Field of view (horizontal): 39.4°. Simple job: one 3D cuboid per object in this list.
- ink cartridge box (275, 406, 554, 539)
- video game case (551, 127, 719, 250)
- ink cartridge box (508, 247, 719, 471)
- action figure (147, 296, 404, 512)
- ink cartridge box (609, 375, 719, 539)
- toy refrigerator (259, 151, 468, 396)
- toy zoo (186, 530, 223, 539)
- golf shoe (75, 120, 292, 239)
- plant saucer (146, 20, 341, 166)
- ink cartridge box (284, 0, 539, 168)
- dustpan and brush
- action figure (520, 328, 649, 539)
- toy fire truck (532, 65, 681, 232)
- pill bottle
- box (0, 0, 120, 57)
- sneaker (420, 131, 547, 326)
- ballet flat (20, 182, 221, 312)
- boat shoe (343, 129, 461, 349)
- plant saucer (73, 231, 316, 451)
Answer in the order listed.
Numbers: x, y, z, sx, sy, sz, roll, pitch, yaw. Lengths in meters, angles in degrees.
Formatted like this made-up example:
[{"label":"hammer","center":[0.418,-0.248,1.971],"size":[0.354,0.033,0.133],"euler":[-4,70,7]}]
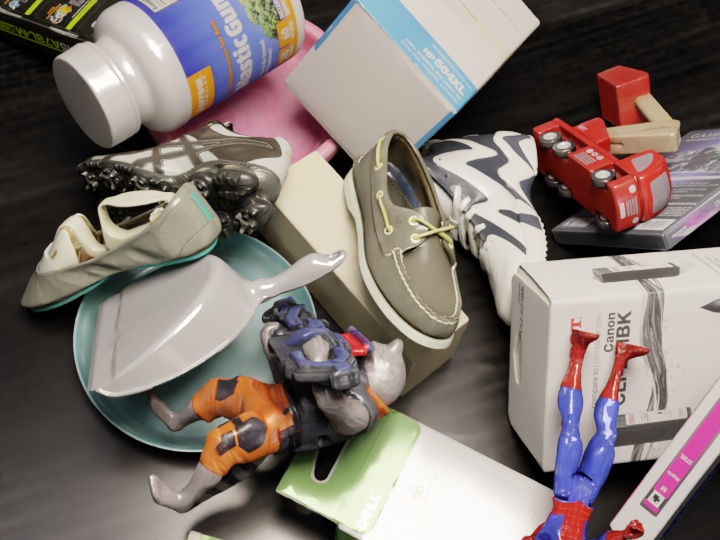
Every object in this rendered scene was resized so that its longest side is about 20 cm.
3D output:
[{"label":"ink cartridge box","center":[0.045,0.180,0.766],"size":[0.198,0.059,0.104],"euler":[26,62,11]},{"label":"video game case","center":[0.287,-0.077,0.899],"size":[0.199,0.142,0.019],"euler":[-33,107,-22]},{"label":"ink cartridge box","center":[0.224,0.067,0.794],"size":[0.198,0.146,0.084],"euler":[-5,20,-8]},{"label":"action figure","center":[-0.057,0.094,0.744],"size":[0.191,0.200,0.106],"euler":[-18,106,-3]},{"label":"ink cartridge box","center":[0.236,0.148,0.733],"size":[0.037,0.094,0.201],"euler":[36,101,25]},{"label":"toy refrigerator","center":[0.000,0.000,0.850],"size":[0.070,0.076,0.200],"euler":[-35,70,-22]},{"label":"toy zoo","center":[-0.050,0.280,0.724],"size":[0.198,0.021,0.132],"euler":[16,62,2]},{"label":"golf shoe","center":[-0.144,-0.078,0.840],"size":[0.198,0.078,0.095],"euler":[8,45,27]},{"label":"plant saucer","center":[-0.103,-0.155,0.935],"size":[0.198,0.051,0.203],"euler":[3,61,-5]},{"label":"ink cartridge box","center":[0.055,-0.200,0.899],"size":[0.125,0.128,0.200],"euler":[46,50,-4]},{"label":"dustpan and brush","center":[-0.105,0.023,0.762],"size":[0.199,0.057,0.140],"euler":[-32,28,7]},{"label":"action figure","center":[0.158,0.146,0.683],"size":[0.065,0.099,0.202],"euler":[15,88,-12]},{"label":"toy fire truck","center":[0.234,-0.114,0.903],"size":[0.140,0.049,0.200],"euler":[-22,33,-9]},{"label":"pill bottle","center":[-0.152,-0.187,0.849],"size":[0.200,0.112,0.112],"euler":[-38,72,-26]},{"label":"box","center":[-0.242,-0.284,0.965],"size":[0.192,0.048,0.201],"euler":[23,61,21]},{"label":"sneaker","center":[0.090,-0.043,0.882],"size":[0.128,0.080,0.201],"euler":[5,61,-3]},{"label":"ballet flat","center":[-0.201,-0.024,0.795],"size":[0.198,0.064,0.068],"euler":[-17,28,24]},{"label":"boat shoe","center":[0.037,-0.030,0.780],"size":[0.071,0.060,0.203],"euler":[15,39,-31]},{"label":"plant saucer","center":[-0.134,0.056,0.831],"size":[0.198,0.027,0.202],"euler":[3,62,-6]}]
